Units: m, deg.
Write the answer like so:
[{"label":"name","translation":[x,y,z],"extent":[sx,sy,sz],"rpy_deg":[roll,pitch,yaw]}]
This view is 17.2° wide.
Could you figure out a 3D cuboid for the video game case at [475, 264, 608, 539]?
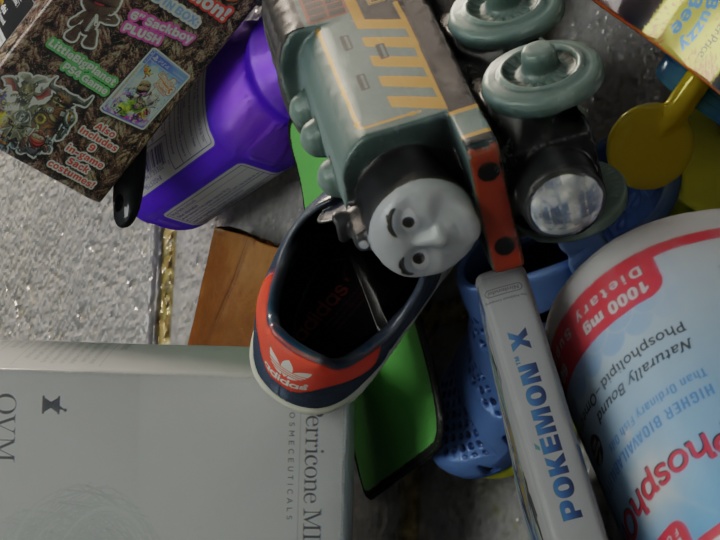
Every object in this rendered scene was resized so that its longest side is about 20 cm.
[{"label":"video game case","translation":[0.084,0.124,0.919],"extent":[0.200,0.022,0.183],"rpy_deg":[76,180,-57]}]

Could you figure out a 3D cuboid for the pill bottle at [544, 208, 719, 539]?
[{"label":"pill bottle","translation":[0.147,0.082,0.868],"extent":[0.109,0.109,0.200],"rpy_deg":[-53,41,34]}]

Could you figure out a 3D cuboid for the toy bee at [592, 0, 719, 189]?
[{"label":"toy bee","translation":[0.126,-0.096,0.941],"extent":[0.200,0.109,0.131],"rpy_deg":[17,87,51]}]

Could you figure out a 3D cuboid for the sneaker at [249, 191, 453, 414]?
[{"label":"sneaker","translation":[0.020,-0.032,1.004],"extent":[0.200,0.075,0.085],"rpy_deg":[-62,-6,-11]}]

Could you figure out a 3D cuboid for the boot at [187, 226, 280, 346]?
[{"label":"boot","translation":[-0.055,0.088,1.234],"extent":[0.188,0.068,0.200],"rpy_deg":[32,101,63]}]

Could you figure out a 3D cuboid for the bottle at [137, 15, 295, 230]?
[{"label":"bottle","translation":[-0.058,-0.089,1.262],"extent":[0.200,0.065,0.084],"rpy_deg":[-31,50,48]}]

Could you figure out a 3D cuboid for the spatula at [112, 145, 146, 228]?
[{"label":"spatula","translation":[-0.113,-0.112,1.281],"extent":[0.056,0.021,0.200],"rpy_deg":[-27,46,48]}]

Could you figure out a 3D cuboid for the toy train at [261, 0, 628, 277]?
[{"label":"toy train","translation":[0.030,-0.068,0.929],"extent":[0.200,0.114,0.085],"rpy_deg":[-110,3,-53]}]

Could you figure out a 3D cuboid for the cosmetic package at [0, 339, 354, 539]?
[{"label":"cosmetic package","translation":[-0.103,0.137,1.095],"extent":[0.123,0.200,0.200],"rpy_deg":[-106,18,-85]}]

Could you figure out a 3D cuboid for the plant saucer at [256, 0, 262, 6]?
[{"label":"plant saucer","translation":[-0.009,-0.227,1.240],"extent":[0.201,0.039,0.201],"rpy_deg":[-29,52,45]}]

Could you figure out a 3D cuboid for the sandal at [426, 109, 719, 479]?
[{"label":"sandal","translation":[0.073,0.007,1.022],"extent":[0.200,0.087,0.080],"rpy_deg":[-62,39,27]}]

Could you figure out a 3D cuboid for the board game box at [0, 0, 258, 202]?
[{"label":"board game box","translation":[-0.134,-0.168,1.242],"extent":[0.200,0.097,0.160],"rpy_deg":[-50,38,15]}]

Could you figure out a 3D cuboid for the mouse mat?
[{"label":"mouse mat","translation":[0.000,0.000,1.121],"extent":[0.161,0.008,0.200],"rpy_deg":[132,129,-71]}]
